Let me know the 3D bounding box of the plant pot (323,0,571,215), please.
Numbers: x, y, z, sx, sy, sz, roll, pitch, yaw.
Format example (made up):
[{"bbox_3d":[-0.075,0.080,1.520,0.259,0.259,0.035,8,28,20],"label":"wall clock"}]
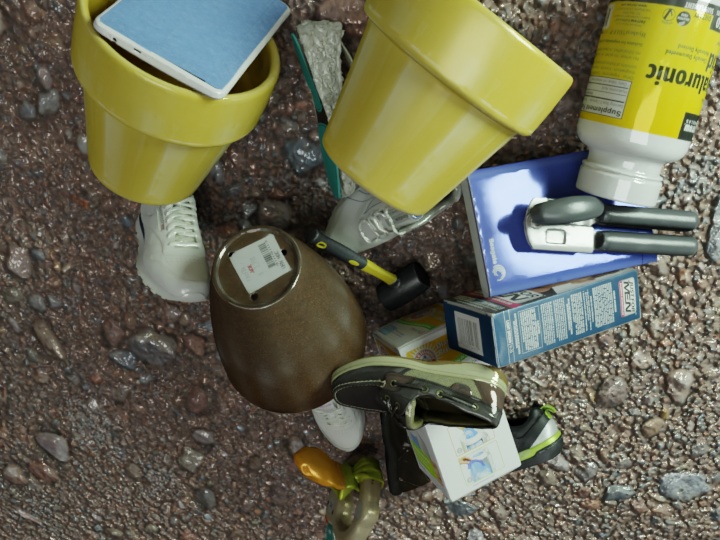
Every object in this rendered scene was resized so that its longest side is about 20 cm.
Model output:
[{"bbox_3d":[0.065,-0.166,0.675,0.199,0.201,0.190,34,111,-10],"label":"plant pot"}]

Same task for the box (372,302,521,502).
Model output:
[{"bbox_3d":[0.104,0.155,0.867,0.100,0.112,0.203,-22,102,-12],"label":"box"}]

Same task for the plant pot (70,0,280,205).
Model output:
[{"bbox_3d":[-0.208,-0.178,0.741,0.199,0.202,0.190,29,132,-7],"label":"plant pot"}]

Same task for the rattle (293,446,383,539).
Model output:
[{"bbox_3d":[-0.058,0.340,1.013,0.141,0.132,0.200,3,149,-29],"label":"rattle"}]

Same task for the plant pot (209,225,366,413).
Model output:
[{"bbox_3d":[-0.093,0.039,0.784,0.184,0.190,0.201,2,153,7],"label":"plant pot"}]

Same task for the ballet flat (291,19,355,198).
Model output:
[{"bbox_3d":[-0.021,-0.177,0.779,0.071,0.072,0.203,-8,116,12],"label":"ballet flat"}]

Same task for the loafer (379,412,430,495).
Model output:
[{"bbox_3d":[0.064,0.223,0.976,0.070,0.073,0.203,-7,121,0],"label":"loafer"}]

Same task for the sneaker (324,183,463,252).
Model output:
[{"bbox_3d":[0.035,-0.072,0.811,0.199,0.087,0.075,-32,111,23],"label":"sneaker"}]

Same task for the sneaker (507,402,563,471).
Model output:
[{"bbox_3d":[0.184,0.238,0.975,0.198,0.072,0.084,-26,85,20],"label":"sneaker"}]

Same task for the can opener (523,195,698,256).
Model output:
[{"bbox_3d":[0.264,-0.044,0.719,0.197,0.067,0.054,3,87,-10],"label":"can opener"}]

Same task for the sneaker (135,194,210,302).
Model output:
[{"bbox_3d":[-0.215,-0.042,0.810,0.076,0.201,0.081,8,123,-37],"label":"sneaker"}]

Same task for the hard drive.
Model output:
[{"bbox_3d":[0.215,-0.056,0.759,0.197,0.025,0.134,-11,89,-11],"label":"hard drive"}]

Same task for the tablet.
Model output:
[{"bbox_3d":[-0.155,-0.247,0.686,0.129,0.201,0.014,29,134,-8],"label":"tablet"}]

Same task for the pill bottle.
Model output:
[{"bbox_3d":[0.277,-0.171,0.690,0.109,0.111,0.203,12,106,2],"label":"pill bottle"}]

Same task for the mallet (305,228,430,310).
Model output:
[{"bbox_3d":[0.000,0.000,0.830,0.198,0.042,0.066,20,132,-42],"label":"mallet"}]

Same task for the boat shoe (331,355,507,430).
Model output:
[{"bbox_3d":[0.056,0.135,0.750,0.197,0.065,0.074,-5,136,22],"label":"boat shoe"}]

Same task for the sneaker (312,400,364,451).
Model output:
[{"bbox_3d":[-0.046,0.175,0.944,0.074,0.100,0.202,-11,117,11],"label":"sneaker"}]

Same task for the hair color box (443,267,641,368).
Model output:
[{"bbox_3d":[0.202,0.043,0.783,0.197,0.100,0.062,-14,103,-23],"label":"hair color box"}]
